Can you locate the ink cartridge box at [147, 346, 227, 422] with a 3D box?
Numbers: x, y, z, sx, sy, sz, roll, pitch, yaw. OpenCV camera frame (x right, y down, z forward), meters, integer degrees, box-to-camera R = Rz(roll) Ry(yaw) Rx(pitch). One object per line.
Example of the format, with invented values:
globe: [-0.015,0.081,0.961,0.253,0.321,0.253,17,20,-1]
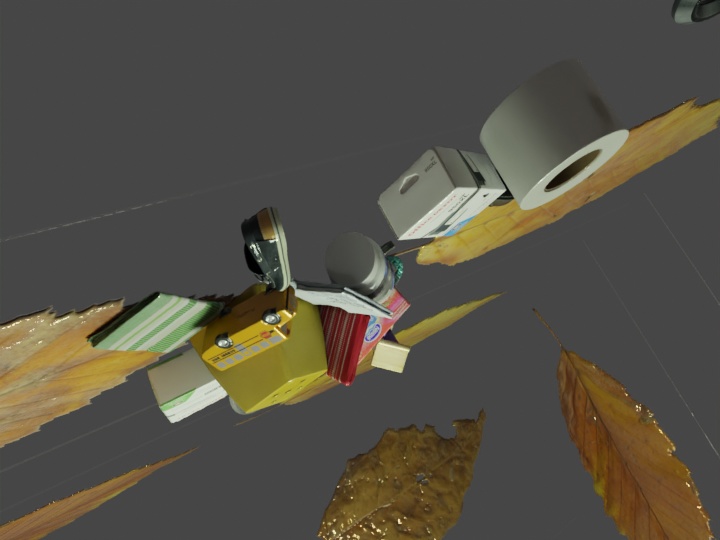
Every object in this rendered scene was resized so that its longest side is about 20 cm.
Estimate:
ink cartridge box: [-0.358,0.238,1.203,0.142,0.086,0.201,-24,164,-21]

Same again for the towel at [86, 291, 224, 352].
towel: [-0.321,0.086,0.926,0.150,0.024,0.199,-34,163,10]

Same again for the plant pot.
plant pot: [-0.177,0.156,1.111,0.198,0.180,0.198,-36,163,23]

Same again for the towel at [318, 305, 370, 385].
towel: [-0.063,0.133,1.155,0.022,0.150,0.197,15,180,-41]

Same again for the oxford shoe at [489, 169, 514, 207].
oxford shoe: [0.281,-0.160,1.180,0.197,0.074,0.084,-12,159,-49]

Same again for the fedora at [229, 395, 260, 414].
fedora: [-0.247,0.228,1.330,0.173,0.090,0.204,-26,143,-32]

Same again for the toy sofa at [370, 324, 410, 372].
toy sofa: [0.059,0.157,1.379,0.080,0.101,0.200,16,-171,-12]

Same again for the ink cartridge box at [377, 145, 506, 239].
ink cartridge box: [0.144,-0.131,0.990,0.144,0.086,0.197,-41,161,34]

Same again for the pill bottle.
pill bottle: [0.000,0.000,1.074,0.111,0.116,0.200,-30,165,4]

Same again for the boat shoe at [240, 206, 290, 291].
boat shoe: [-0.139,-0.024,0.831,0.060,0.077,0.201,-17,159,-11]

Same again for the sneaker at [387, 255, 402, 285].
sneaker: [0.014,0.036,1.324,0.199,0.078,0.091,-41,-165,2]

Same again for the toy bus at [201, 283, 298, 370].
toy bus: [-0.184,0.096,0.962,0.195,0.067,0.078,-27,131,22]

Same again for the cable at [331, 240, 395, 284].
cable: [0.003,0.012,1.240,0.197,0.051,0.097,-34,170,10]

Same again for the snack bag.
snack bag: [-0.062,0.048,1.018,0.194,0.022,0.187,7,168,32]

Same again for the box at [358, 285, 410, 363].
box: [0.005,0.105,1.239,0.201,0.102,0.095,-47,-168,3]

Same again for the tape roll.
tape roll: [0.311,-0.217,0.930,0.198,0.142,0.203,-28,165,-8]

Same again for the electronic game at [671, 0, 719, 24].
electronic game: [0.559,-0.451,0.847,0.195,0.043,0.201,-26,164,-8]
